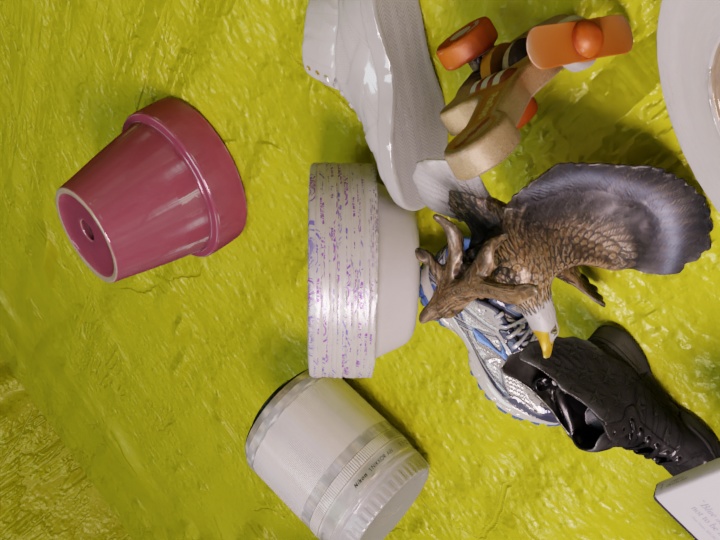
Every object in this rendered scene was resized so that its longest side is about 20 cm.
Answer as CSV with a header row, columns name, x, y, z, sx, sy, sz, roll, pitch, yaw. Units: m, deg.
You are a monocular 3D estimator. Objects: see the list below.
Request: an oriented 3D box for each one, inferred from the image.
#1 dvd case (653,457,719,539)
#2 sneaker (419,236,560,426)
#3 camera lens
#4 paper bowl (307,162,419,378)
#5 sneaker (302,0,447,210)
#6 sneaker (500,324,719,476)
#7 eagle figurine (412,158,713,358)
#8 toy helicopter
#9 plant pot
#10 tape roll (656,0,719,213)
name,x,y,z,sx,sy,sz,roll,pitch,yaw
dvd case,0.306,0.156,0.554,0.142,0.018,0.200,43,136,-4
sneaker,0.131,0.053,0.801,0.200,0.077,0.086,48,142,11
camera lens,-0.033,0.234,1.091,0.199,0.159,0.162,40,145,22
paper bowl,0.000,0.000,0.842,0.201,0.102,0.206,180,90,-86
sneaker,0.010,-0.157,0.781,0.114,0.073,0.204,13,120,49
sneaker,0.213,0.126,0.729,0.201,0.104,0.060,53,147,4
eagle figurine,0.134,-0.014,0.644,0.151,0.197,0.153,38,138,39
toy helicopter,0.105,-0.118,0.577,0.131,0.201,0.079,-23,112,33
plant pot,-0.269,-0.085,1.097,0.199,0.178,0.203,33,142,30
tape roll,0.243,-0.093,0.458,0.205,0.070,0.203,63,173,13
